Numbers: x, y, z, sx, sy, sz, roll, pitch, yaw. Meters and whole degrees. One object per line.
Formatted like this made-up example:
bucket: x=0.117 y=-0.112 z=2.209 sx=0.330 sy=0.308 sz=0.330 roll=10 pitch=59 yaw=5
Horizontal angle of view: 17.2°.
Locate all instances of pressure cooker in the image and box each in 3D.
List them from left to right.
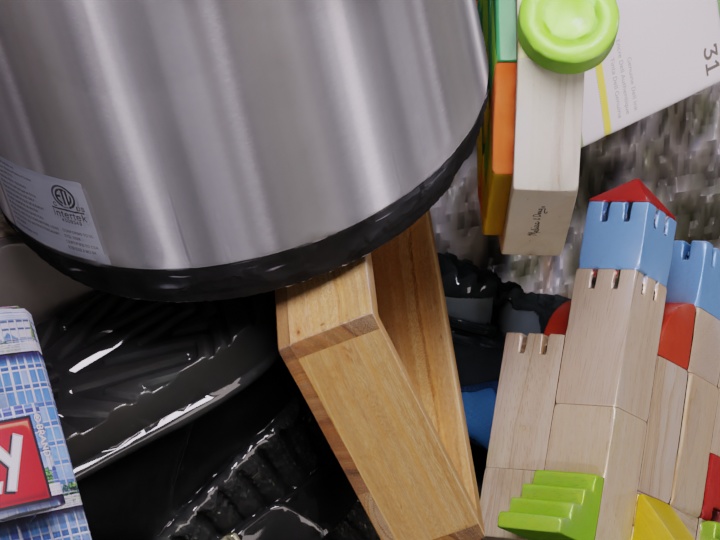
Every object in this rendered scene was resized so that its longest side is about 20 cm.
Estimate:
pressure cooker: x=-0.054 y=-0.113 z=0.741 sx=0.179 sy=0.175 sz=0.200 roll=-87 pitch=166 yaw=-52

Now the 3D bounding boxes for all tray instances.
tray: x=0.000 y=0.000 z=0.835 sx=0.037 sy=0.200 sz=0.099 roll=-21 pitch=123 yaw=9

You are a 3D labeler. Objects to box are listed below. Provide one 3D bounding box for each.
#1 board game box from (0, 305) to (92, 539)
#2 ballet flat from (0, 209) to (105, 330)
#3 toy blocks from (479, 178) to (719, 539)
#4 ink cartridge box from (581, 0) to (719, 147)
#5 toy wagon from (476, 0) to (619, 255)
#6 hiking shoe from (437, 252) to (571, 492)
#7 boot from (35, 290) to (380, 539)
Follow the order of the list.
board game box: x=-0.159 y=0.072 z=0.659 sx=0.200 sy=0.062 sz=0.201 roll=-11 pitch=82 yaw=-38
ballet flat: x=-0.085 y=0.046 z=0.861 sx=0.067 sy=0.046 sz=0.200 roll=-34 pitch=128 yaw=4
toy blocks: x=0.113 y=0.050 z=0.908 sx=0.200 sy=0.100 sz=0.137 roll=28 pitch=69 yaw=-52
ink cartridge box: x=0.127 y=-0.149 z=0.994 sx=0.200 sy=0.048 sz=0.146 roll=-25 pitch=116 yaw=-31
toy wagon: x=0.062 y=-0.109 z=0.845 sx=0.039 sy=0.155 sz=0.201 roll=0 pitch=70 yaw=-1
hiking shoe: x=0.076 y=0.055 z=0.993 sx=0.200 sy=0.074 sz=0.087 roll=21 pitch=95 yaw=-33
boot: x=-0.091 y=0.100 z=0.816 sx=0.211 sy=0.080 sz=0.158 roll=-24 pitch=128 yaw=-3
